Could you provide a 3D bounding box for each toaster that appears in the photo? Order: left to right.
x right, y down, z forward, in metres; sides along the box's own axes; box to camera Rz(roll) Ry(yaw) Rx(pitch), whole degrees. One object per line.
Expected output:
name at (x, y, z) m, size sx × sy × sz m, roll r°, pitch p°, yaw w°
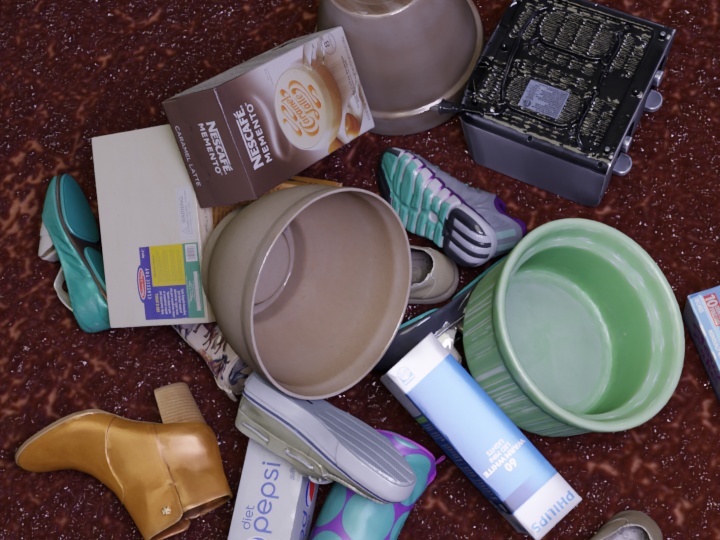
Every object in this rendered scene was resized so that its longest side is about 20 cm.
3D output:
toaster at (0.205, -0.185, 1.216) m, size 0.200 × 0.119 × 0.181 m, roll 23°, pitch 74°, yaw 17°

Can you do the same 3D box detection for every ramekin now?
ramekin at (0.194, 0.061, 1.094) m, size 0.200 × 0.098 × 0.200 m, roll 8°, pitch 69°, yaw -22°

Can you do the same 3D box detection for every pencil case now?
pencil case at (-0.168, 0.042, 1.219) m, size 0.089 × 0.078 × 0.200 m, roll -45°, pitch 68°, yaw -2°
pencil case at (0.003, 0.250, 1.102) m, size 0.092 × 0.085 × 0.200 m, roll 24°, pitch 73°, yaw -3°

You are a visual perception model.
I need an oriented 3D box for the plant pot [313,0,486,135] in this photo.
plant pot at (0.032, -0.274, 1.255) m, size 0.200 × 0.174 × 0.200 m, roll -4°, pitch 67°, yaw 9°

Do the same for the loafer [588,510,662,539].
loafer at (0.199, 0.295, 1.057) m, size 0.076 × 0.067 × 0.200 m, roll 36°, pitch 79°, yaw 21°

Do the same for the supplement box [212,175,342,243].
supplement box at (-0.123, -0.071, 1.221) m, size 0.200 × 0.067 × 0.069 m, roll 6°, pitch 104°, yaw 5°

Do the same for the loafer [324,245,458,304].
loafer at (0.000, 0.000, 1.209) m, size 0.200 × 0.068 × 0.076 m, roll -6°, pitch 68°, yaw 8°

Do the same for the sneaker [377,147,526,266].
sneaker at (0.096, -0.068, 1.222) m, size 0.087 × 0.075 × 0.200 m, roll -8°, pitch 38°, yaw -32°

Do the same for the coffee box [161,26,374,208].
coffee box at (-0.086, -0.153, 1.154) m, size 0.080 × 0.115 × 0.200 m, roll -4°, pitch 23°, yaw 41°

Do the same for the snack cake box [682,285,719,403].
snack cake box at (0.397, 0.103, 1.096) m, size 0.115 × 0.067 × 0.200 m, roll -19°, pitch 67°, yaw 3°

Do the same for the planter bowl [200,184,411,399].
planter bowl at (-0.067, 0.007, 1.111) m, size 0.135 × 0.200 × 0.200 m, roll 19°, pitch 72°, yaw 44°

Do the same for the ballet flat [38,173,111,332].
ballet flat at (-0.317, -0.016, 1.279) m, size 0.070 × 0.067 × 0.200 m, roll -34°, pitch 64°, yaw 12°

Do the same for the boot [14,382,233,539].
boot at (-0.239, 0.208, 1.170) m, size 0.201 × 0.071 × 0.144 m, roll -21°, pitch 64°, yaw -3°

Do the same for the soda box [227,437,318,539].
soda box at (-0.086, 0.245, 1.129) m, size 0.063 × 0.068 × 0.200 m, roll 6°, pitch 70°, yaw 14°

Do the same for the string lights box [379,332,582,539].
string lights box at (0.107, 0.154, 1.081) m, size 0.059 × 0.103 × 0.200 m, roll -42°, pitch 86°, yaw -8°

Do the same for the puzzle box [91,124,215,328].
puzzle box at (-0.206, -0.043, 1.174) m, size 0.133 × 0.025 × 0.200 m, roll -4°, pitch 92°, yaw 31°

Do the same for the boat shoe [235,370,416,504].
boat shoe at (-0.035, 0.163, 1.080) m, size 0.200 × 0.072 × 0.062 m, roll 32°, pitch 108°, yaw 31°

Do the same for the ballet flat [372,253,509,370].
ballet flat at (0.098, 0.059, 1.170) m, size 0.200 × 0.073 × 0.073 m, roll -33°, pitch 67°, yaw -6°
